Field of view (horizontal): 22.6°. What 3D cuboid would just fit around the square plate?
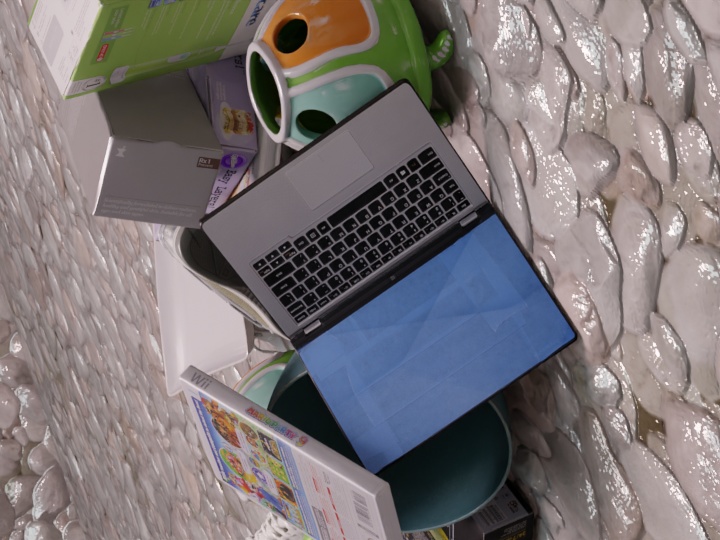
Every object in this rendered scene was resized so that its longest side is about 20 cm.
[{"bbox_3d":[-0.158,0.012,1.840,0.198,0.028,0.202,-27,66,57],"label":"square plate"}]

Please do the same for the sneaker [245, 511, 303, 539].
[{"bbox_3d":[-0.078,0.264,1.764,0.074,0.115,0.200,50,165,29],"label":"sneaker"}]

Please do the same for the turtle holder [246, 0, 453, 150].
[{"bbox_3d":[-0.019,-0.148,1.382,0.142,0.131,0.186,65,160,8],"label":"turtle holder"}]

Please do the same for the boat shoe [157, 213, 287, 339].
[{"bbox_3d":[-0.096,0.008,1.660,0.201,0.075,0.065,30,171,-31],"label":"boat shoe"}]

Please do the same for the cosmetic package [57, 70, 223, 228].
[{"bbox_3d":[-0.200,-0.126,1.613,0.200,0.106,0.091,-113,37,-52],"label":"cosmetic package"}]

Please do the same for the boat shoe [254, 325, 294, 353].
[{"bbox_3d":[-0.102,0.043,1.860,0.075,0.086,0.203,-9,101,70],"label":"boat shoe"}]

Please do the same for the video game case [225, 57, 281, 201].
[{"bbox_3d":[-0.113,-0.128,1.695,0.200,0.023,0.184,179,98,-70],"label":"video game case"}]

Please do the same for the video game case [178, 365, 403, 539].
[{"bbox_3d":[-0.050,0.163,1.401,0.199,0.018,0.144,28,151,29],"label":"video game case"}]

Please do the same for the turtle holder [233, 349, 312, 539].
[{"bbox_3d":[-0.050,0.164,1.603,0.187,0.131,0.141,71,161,0],"label":"turtle holder"}]

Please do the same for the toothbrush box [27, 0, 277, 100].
[{"bbox_3d":[-0.168,-0.238,1.547,0.087,0.199,0.146,63,149,16],"label":"toothbrush box"}]

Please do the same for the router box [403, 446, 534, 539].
[{"bbox_3d":[0.080,0.209,1.595,0.200,0.052,0.158,52,154,42],"label":"router box"}]

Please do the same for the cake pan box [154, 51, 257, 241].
[{"bbox_3d":[-0.154,-0.153,1.708,0.184,0.052,0.201,130,140,-51],"label":"cake pan box"}]

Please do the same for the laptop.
[{"bbox_3d":[0.020,0.006,1.314,0.200,0.187,0.116,53,-175,-30],"label":"laptop"}]

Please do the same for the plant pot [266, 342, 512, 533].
[{"bbox_3d":[0.027,0.097,1.473,0.135,0.198,0.201,-81,-9,-49],"label":"plant pot"}]
